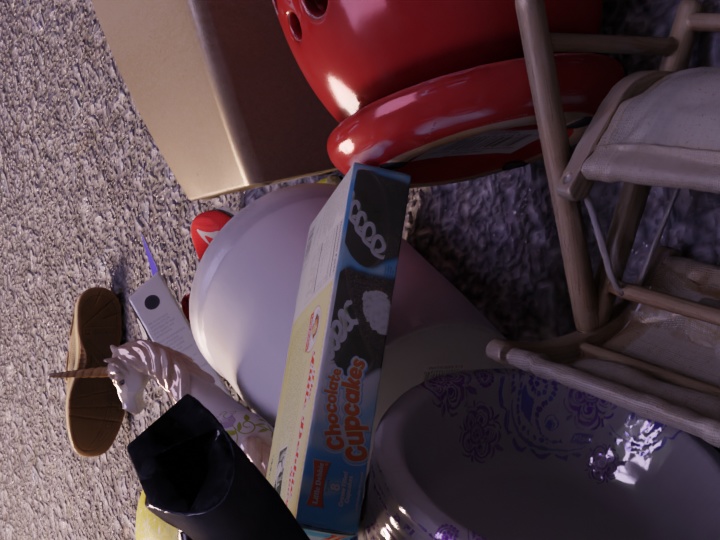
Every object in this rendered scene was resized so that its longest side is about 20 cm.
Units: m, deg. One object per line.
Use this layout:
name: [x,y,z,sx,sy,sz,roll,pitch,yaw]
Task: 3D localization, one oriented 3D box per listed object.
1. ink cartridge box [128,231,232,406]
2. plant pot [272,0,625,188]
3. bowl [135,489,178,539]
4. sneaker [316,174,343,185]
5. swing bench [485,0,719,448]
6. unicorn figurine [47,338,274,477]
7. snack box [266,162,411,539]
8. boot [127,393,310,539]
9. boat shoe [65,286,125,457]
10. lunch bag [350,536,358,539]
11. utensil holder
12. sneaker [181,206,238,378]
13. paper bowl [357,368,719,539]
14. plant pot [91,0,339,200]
ink cartridge box: [-0.163,0.093,1.295,0.201,0.043,0.199,59,167,24]
plant pot: [0.048,-0.152,0.826,0.200,0.199,0.184,-25,75,60]
bowl: [-0.141,0.256,1.224,0.200,0.107,0.201,48,159,25]
sneaker: [-0.069,-0.019,1.166,0.200,0.076,0.076,-46,25,52]
swing bench: [0.169,-0.030,0.671,0.199,0.129,0.202,20,110,61]
unicorn figurine: [-0.098,0.112,0.947,0.199,0.074,0.138,9,137,46]
snack box: [-0.016,0.053,0.795,0.116,0.037,0.202,133,148,-69]
boot: [-0.016,0.161,0.658,0.164,0.066,0.201,17,142,53]
boat shoe: [-0.319,0.123,1.694,0.064,0.071,0.202,168,107,-68]
lunch bag: [-0.037,0.235,1.057,0.161,0.082,0.201,-53,-22,-63]
utensil holder: [-0.005,0.058,0.973,0.200,0.169,0.171,45,131,49]
sneaker: [-0.126,0.017,1.288,0.201,0.084,0.077,64,142,37]
paper bowl: [0.098,0.145,0.744,0.201,0.199,0.105,46,132,52]
plant pot: [-0.066,-0.155,1.068,0.199,0.199,0.179,-5,98,62]
